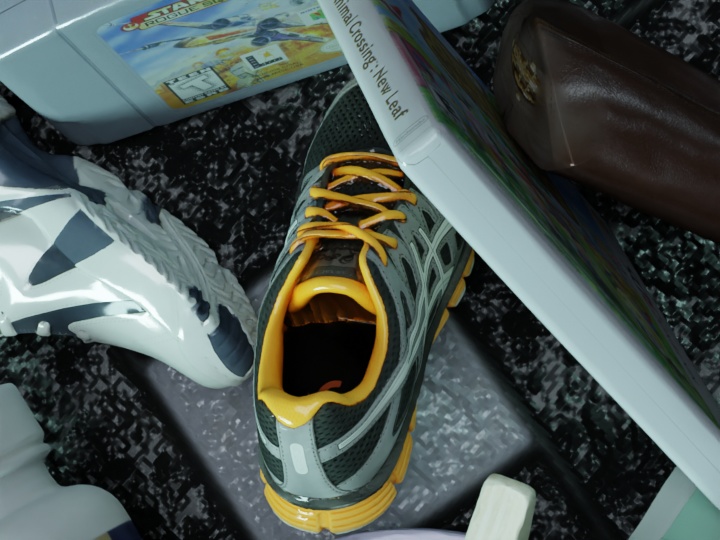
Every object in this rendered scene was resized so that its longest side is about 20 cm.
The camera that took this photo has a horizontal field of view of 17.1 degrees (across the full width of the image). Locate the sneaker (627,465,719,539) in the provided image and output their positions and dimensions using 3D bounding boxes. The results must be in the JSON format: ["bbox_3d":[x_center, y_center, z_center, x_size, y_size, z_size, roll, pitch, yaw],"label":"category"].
[{"bbox_3d":[0.134,0.136,0.810,0.118,0.201,0.074,5,129,31],"label":"sneaker"}]

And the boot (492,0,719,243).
[{"bbox_3d":[0.137,-0.011,0.859,0.199,0.187,0.064,26,118,-27],"label":"boot"}]

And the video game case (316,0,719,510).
[{"bbox_3d":[0.057,-0.025,0.854,0.022,0.182,0.200,-39,123,10],"label":"video game case"}]

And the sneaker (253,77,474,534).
[{"bbox_3d":[0.000,0.000,0.945,0.078,0.077,0.201,1,60,12],"label":"sneaker"}]

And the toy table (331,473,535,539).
[{"bbox_3d":[0.039,0.169,0.928,0.199,0.117,0.185,8,87,12],"label":"toy table"}]

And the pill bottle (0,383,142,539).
[{"bbox_3d":[-0.129,0.153,0.949,0.119,0.120,0.201,-30,87,7],"label":"pill bottle"}]

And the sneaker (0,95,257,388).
[{"bbox_3d":[-0.147,0.016,0.996,0.199,0.080,0.130,35,105,-1],"label":"sneaker"}]

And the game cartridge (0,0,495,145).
[{"bbox_3d":[-0.050,-0.108,0.954,0.199,0.133,0.042,-18,77,9],"label":"game cartridge"}]
